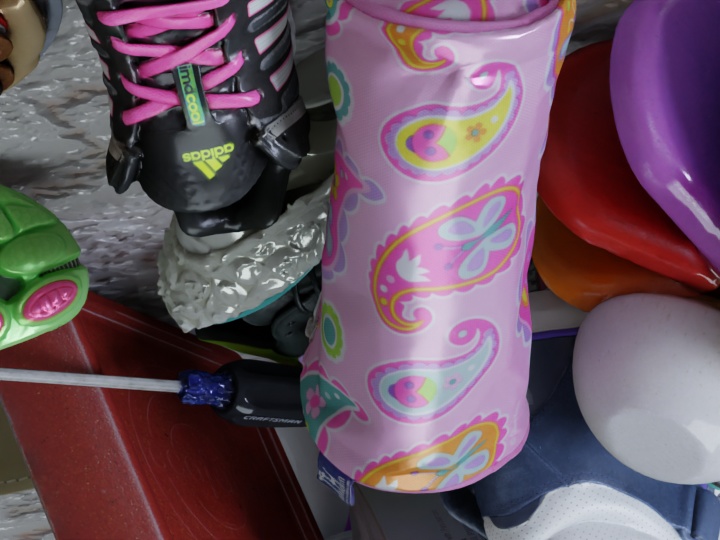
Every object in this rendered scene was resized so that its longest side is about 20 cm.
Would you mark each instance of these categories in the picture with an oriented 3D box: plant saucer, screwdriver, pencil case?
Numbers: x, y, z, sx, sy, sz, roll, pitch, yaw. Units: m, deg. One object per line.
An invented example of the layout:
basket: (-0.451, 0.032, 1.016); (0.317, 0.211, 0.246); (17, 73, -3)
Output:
plant saucer: (-0.073, 0.092, 1.221); (0.037, 0.200, 0.200); (-34, 153, 16)
screwdriver: (-0.084, 0.046, 1.158); (0.029, 0.028, 0.200); (5, 178, 44)
pencil case: (0.021, -0.020, 0.950); (0.087, 0.087, 0.200); (-4, 128, -11)

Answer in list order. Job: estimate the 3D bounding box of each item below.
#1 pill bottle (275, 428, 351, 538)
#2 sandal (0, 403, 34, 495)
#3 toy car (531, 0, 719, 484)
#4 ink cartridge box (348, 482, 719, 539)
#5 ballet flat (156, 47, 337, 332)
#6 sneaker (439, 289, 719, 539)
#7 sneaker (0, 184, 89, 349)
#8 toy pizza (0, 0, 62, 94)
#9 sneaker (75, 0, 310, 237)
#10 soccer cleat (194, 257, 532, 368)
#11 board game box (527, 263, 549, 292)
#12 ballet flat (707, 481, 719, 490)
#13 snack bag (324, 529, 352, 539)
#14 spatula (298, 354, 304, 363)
pill bottle: (0.017, 0.120, 1.457); (0.104, 0.104, 0.200); (-24, 156, 39)
sandal: (-0.229, 0.049, 1.249); (0.211, 0.078, 0.070); (4, -170, -14)
toy car: (0.137, -0.036, 1.018); (0.150, 0.175, 0.200); (40, 143, -15)
ink cartridge box: (0.104, 0.158, 1.253); (0.200, 0.145, 0.145); (-8, -163, -8)
ballet flat: (-0.021, -0.044, 1.041); (0.072, 0.072, 0.200); (11, 147, -44)
sneaker: (0.119, 0.089, 1.145); (0.081, 0.147, 0.200); (-23, 159, 38)
sneaker: (-0.203, 0.005, 1.112); (0.200, 0.077, 0.084); (-6, 179, 5)
toy pizza: (-0.195, -0.070, 0.932); (0.200, 0.032, 0.200); (-7, 161, -2)
sneaker: (-0.052, -0.067, 0.911); (0.074, 0.088, 0.200); (-9, 161, 3)
soccer cleat: (0.000, 0.000, 1.163); (0.081, 0.068, 0.200); (4, 161, -29)
board game box: (0.145, 0.015, 1.268); (0.147, 0.064, 0.200); (5, 156, -31)
ballet flat: (0.195, 0.008, 1.129); (0.200, 0.073, 0.073); (-48, -172, -37)
snack bag: (0.063, 0.149, 1.402); (0.200, 0.021, 0.189); (-19, 152, -1)
spatula: (0.067, 0.049, 1.208); (0.200, 0.021, 0.056); (6, 170, -38)
